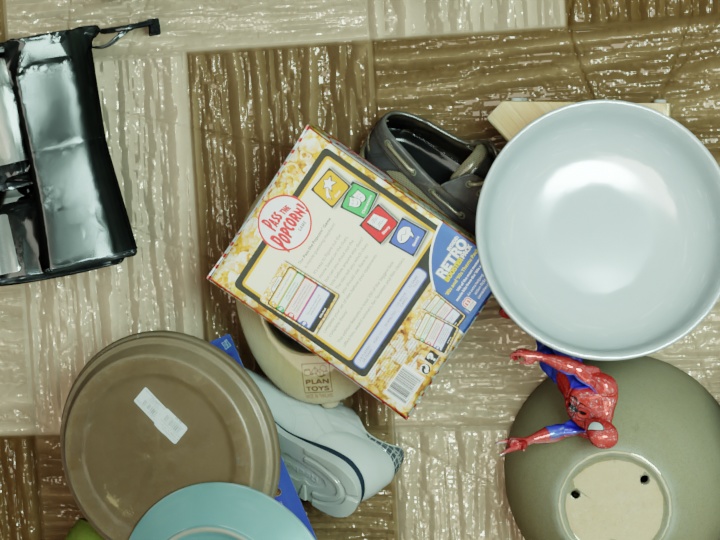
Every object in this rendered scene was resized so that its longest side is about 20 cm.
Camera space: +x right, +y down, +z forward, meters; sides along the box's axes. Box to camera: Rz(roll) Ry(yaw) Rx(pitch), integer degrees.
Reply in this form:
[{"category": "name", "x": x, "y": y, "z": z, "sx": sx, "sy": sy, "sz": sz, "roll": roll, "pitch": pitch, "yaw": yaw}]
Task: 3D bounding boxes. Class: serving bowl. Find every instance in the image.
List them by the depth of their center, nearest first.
[{"category": "serving bowl", "x": 0.186, "y": -0.026, "z": 1.278, "sx": 0.199, "sy": 0.066, "sz": 0.202, "roll": 0, "pitch": 79, "yaw": 1}]

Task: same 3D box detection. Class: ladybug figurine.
[{"category": "ladybug figurine", "x": -0.037, "y": 0.016, "z": 1.401, "sx": 0.135, "sy": 0.072, "sz": 0.202, "roll": -3, "pitch": 94, "yaw": 10}]

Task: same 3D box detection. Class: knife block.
[{"category": "knife block", "x": 0.204, "y": -0.052, "z": 1.350, "sx": 0.199, "sy": 0.064, "sz": 0.177, "roll": 2, "pitch": 95, "yaw": 11}]

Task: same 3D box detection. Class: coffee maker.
[{"category": "coffee maker", "x": -0.251, "y": -0.097, "z": 1.402, "sx": 0.191, "sy": 0.135, "sz": 0.201, "roll": -13, "pitch": 93, "yaw": 12}]

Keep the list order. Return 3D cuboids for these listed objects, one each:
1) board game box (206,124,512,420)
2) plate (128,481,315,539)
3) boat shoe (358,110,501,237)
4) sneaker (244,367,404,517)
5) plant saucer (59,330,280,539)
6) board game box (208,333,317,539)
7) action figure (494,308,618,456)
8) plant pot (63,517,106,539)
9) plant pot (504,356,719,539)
[{"category": "board game box", "x": 0.000, "y": 0.000, "z": 1.332, "sx": 0.200, "sy": 0.046, "sz": 0.152, "roll": 35, "pitch": 98, "yaw": 3}, {"category": "plate", "x": -0.112, "y": 0.270, "z": 1.316, "sx": 0.199, "sy": 0.026, "sz": 0.202, "roll": 1, "pitch": 93, "yaw": 22}, {"category": "boat shoe", "x": 0.089, "y": -0.066, "z": 1.354, "sx": 0.199, "sy": 0.073, "sz": 0.075, "roll": 25, "pitch": 59, "yaw": 8}, {"category": "sneaker", "x": -0.057, "y": 0.134, "z": 1.423, "sx": 0.200, "sy": 0.080, "sz": 0.077, "roll": 34, "pitch": 135, "yaw": 24}, {"category": "plant saucer", "x": -0.162, "y": 0.150, "z": 1.353, "sx": 0.199, "sy": 0.029, "sz": 0.202, "roll": 3, "pitch": 98, "yaw": 19}, {"category": "board game box", "x": -0.125, "y": 0.167, "z": 1.412, "sx": 0.134, "sy": 0.045, "sz": 0.201, "roll": -22, "pitch": 91, "yaw": 49}, {"category": "action figure", "x": 0.136, "y": 0.075, "z": 1.299, "sx": 0.098, "sy": 0.200, "sz": 0.066, "roll": -5, "pitch": 125, "yaw": -18}, {"category": "plant pot", "x": -0.225, "y": 0.324, "z": 1.431, "sx": 0.186, "sy": 0.187, "sz": 0.201, "roll": 13, "pitch": 81, "yaw": 10}, {"category": "plant pot", "x": 0.208, "y": 0.175, "z": 1.336, "sx": 0.199, "sy": 0.134, "sz": 0.202, "roll": 1, "pitch": 95, "yaw": 12}]
